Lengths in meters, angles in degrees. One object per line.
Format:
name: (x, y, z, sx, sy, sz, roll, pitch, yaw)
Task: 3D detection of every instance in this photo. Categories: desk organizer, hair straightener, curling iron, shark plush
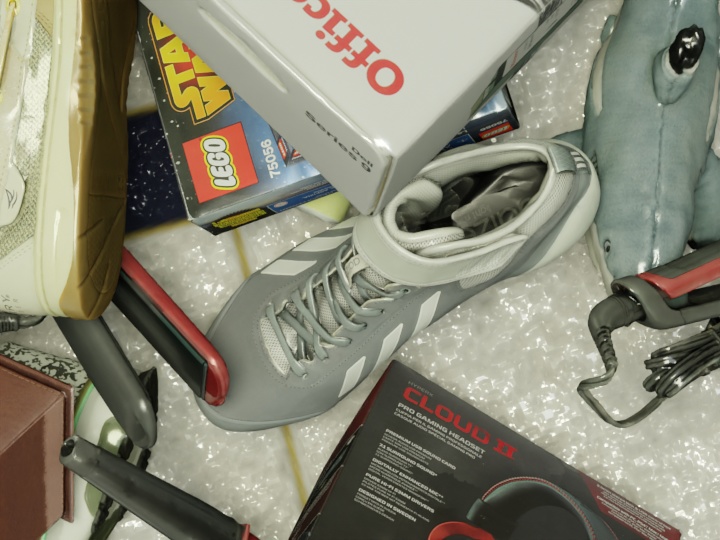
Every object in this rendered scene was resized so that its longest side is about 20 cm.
desk organizer: (-0.218, 0.057, 0.853, 0.199, 0.077, 0.072, 22, 129, 20)
hair straightener: (0.159, 0.021, 0.860, 0.199, 0.041, 0.077, -24, 117, -38)
hair straightener: (-0.142, -0.006, 0.873, 0.077, 0.041, 0.200, -34, 74, -23)
curling iron: (-0.048, 0.122, 0.879, 0.026, 0.050, 0.200, -39, 122, 12)
shark plush: (0.137, -0.083, 0.881, 0.090, 0.083, 0.201, 23, 94, -1)

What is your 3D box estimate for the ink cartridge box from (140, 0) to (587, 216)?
ink cartridge box: (0.021, -0.143, 0.790, 0.146, 0.084, 0.200, 43, 76, 6)

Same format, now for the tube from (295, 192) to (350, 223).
tube: (0.007, -0.121, 0.899, 0.058, 0.052, 0.201, 24, 91, -37)

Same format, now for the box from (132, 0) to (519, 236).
box: (-0.029, -0.131, 0.867, 0.136, 0.040, 0.201, -18, 77, 9)

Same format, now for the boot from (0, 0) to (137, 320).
boot: (-0.169, -0.083, 0.836, 0.154, 0.072, 0.201, 1, 86, 12)

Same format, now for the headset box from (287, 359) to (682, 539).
headset box: (0.040, 0.136, 0.855, 0.148, 0.200, 0.075, 31, 123, -1)

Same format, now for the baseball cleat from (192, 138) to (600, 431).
baseball cleat: (0.000, 0.000, 0.857, 0.200, 0.106, 0.070, -35, 74, 14)

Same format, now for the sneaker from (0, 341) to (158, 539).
sneaker: (-0.159, 0.120, 0.913, 0.088, 0.077, 0.201, 24, 87, 9)
